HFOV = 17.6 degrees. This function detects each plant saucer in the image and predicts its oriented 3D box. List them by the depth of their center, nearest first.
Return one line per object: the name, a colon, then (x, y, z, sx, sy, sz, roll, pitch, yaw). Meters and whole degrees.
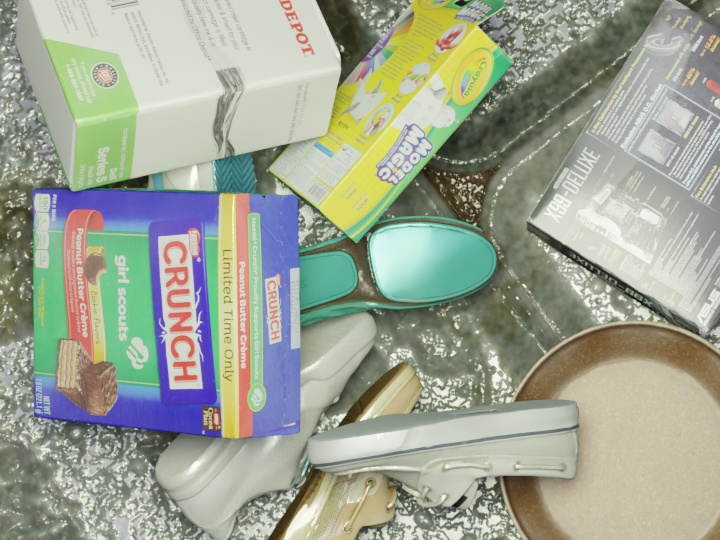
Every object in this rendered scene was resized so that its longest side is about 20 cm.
plant saucer: (0.199, 0.138, 1.691, 0.199, 0.037, 0.202, 0, 83, 4)

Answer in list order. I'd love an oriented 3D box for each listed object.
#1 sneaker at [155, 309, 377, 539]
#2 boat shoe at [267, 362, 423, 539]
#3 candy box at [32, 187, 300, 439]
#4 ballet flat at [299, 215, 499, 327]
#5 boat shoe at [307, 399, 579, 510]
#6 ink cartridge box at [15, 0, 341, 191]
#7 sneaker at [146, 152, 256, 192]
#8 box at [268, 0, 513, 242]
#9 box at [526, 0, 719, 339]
sneaker: (-0.056, 0.113, 1.705, 0.200, 0.075, 0.089, -42, 116, -14)
boat shoe: (-0.006, 0.161, 1.693, 0.064, 0.071, 0.201, 33, 89, -5)
candy box: (-0.138, 0.027, 1.640, 0.199, 0.077, 0.171, 2, 94, 37)
ballet flat: (0.000, 0.000, 1.701, 0.199, 0.070, 0.068, -10, 92, -12)
boat shoe: (0.061, 0.135, 1.638, 0.199, 0.071, 0.070, -6, 94, -18)
ink cartridge box: (-0.131, -0.154, 1.665, 0.199, 0.084, 0.146, -13, 58, -19)
sneaker: (-0.123, -0.003, 1.720, 0.080, 0.076, 0.202, 0, 89, 30)
box: (0.029, -0.122, 1.693, 0.048, 0.117, 0.200, 40, 90, -27)
box: (0.238, -0.074, 1.703, 0.157, 0.050, 0.201, 31, 87, 8)
